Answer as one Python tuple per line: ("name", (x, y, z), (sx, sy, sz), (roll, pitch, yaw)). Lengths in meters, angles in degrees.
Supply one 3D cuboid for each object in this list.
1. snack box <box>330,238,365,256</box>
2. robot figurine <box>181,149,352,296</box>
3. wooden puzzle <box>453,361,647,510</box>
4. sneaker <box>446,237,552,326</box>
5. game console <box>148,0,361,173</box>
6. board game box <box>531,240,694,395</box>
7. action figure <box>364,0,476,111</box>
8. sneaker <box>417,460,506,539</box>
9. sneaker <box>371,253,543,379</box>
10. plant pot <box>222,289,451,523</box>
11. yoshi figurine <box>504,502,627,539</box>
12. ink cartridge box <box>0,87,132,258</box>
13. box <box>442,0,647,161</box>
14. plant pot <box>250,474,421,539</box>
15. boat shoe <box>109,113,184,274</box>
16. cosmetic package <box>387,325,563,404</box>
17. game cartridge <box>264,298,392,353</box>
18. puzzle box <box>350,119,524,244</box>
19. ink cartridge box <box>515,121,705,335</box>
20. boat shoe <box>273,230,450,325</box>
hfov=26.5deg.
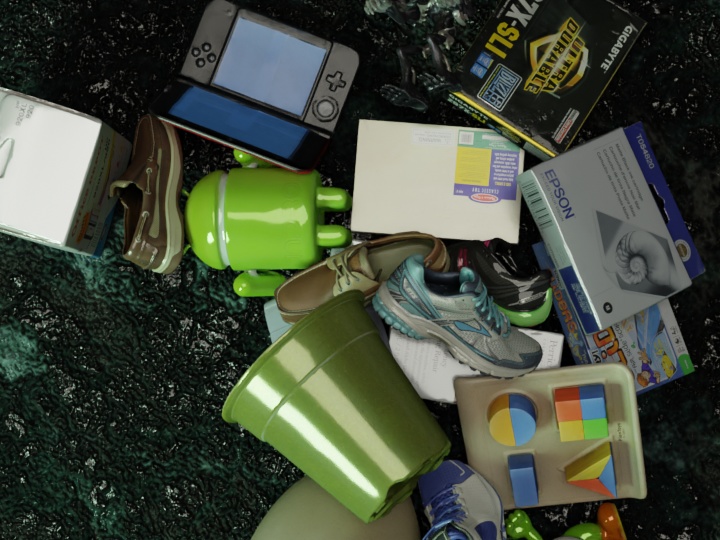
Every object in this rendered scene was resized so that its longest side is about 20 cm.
("snack box", (-0.014, 0.064, 1.782), (0.072, 0.024, 0.201), (11, 87, 1))
("robot figurine", (-0.110, -0.059, 1.742), (0.199, 0.116, 0.176), (-1, 89, 5))
("wooden puzzle", (0.212, 0.194, 1.700), (0.199, 0.046, 0.186), (-5, 120, 13))
("sneaker", (0.131, -0.005, 1.741), (0.199, 0.077, 0.084), (22, 103, 17))
("game console", (-0.117, -0.216, 1.753), (0.199, 0.119, 0.173), (21, 87, 2))
("board game box", (0.289, 0.044, 1.743), (0.135, 0.034, 0.201), (-19, 86, -29))
("action figure", (0.075, -0.289, 1.736), (0.118, 0.102, 0.201), (-14, 57, 34))
("sneaker", (0.107, 0.282, 1.654), (0.080, 0.115, 0.200), (-37, 49, 15))
("sneaker", (0.117, 0.048, 1.641), (0.199, 0.078, 0.087), (23, 116, -16))
("plant pot", (-0.011, 0.157, 1.603), (0.200, 0.200, 0.190), (-42, 76, -1))
("yoshi figurine", (0.202, 0.324, 1.719), (0.199, 0.112, 0.113), (-18, 90, 7))
("ink cartridge box", (-0.357, -0.106, 1.710), (0.144, 0.200, 0.148), (16, 87, 2))
("box", (0.213, -0.244, 1.772), (0.159, 0.049, 0.200), (33, 80, 5))
("plant pot", (-0.013, 0.288, 1.697), (0.199, 0.200, 0.135), (20, 68, 2))
("boat shoe", (-0.246, -0.096, 1.736), (0.075, 0.075, 0.203), (10, 55, -31))
("cosmetic package", (0.128, 0.106, 1.753), (0.199, 0.074, 0.102), (8, 88, 3))
("game cartridge", (-0.029, 0.105, 1.732), (0.133, 0.040, 0.201), (-23, 71, 20))
("puzzle box", (0.091, -0.103, 1.789), (0.199, 0.025, 0.134), (5, 86, 1))
("ink cartridge box", (0.295, -0.054, 1.724), (0.199, 0.041, 0.200), (-25, 91, -29))
("boat shoe", (0.000, 0.000, 1.683), (0.199, 0.074, 0.076), (-19, 66, -2))
